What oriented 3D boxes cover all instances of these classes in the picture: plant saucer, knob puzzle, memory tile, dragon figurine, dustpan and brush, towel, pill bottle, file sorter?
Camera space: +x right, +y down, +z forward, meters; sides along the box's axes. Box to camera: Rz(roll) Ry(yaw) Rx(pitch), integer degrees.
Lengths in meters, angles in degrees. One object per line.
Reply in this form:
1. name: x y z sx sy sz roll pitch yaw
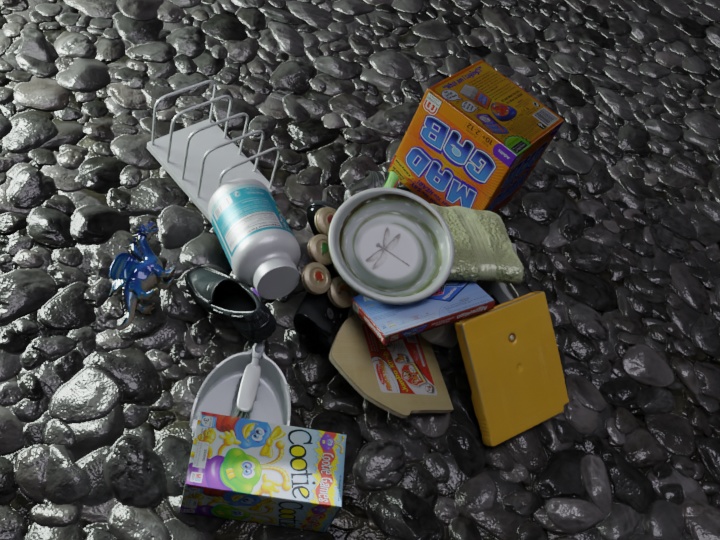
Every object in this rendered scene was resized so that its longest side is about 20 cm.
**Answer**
1. plant saucer: 0.045 -0.032 1.201 0.199 0.050 0.201 5 64 -9
2. knob puzzle: 0.035 0.145 1.205 0.219 0.030 0.220 21 42 -20
3. memory tile: 0.000 0.000 1.224 0.199 0.017 0.154 29 59 -28
4. dragon figurine: -0.348 0.013 1.172 0.099 0.059 0.200 27 50 2
5. dustpan and brush: -0.159 0.150 1.132 0.139 0.057 0.201 15 49 -7
6. towel: 0.184 -0.048 1.285 0.148 0.037 0.200 3 37 -9
7. pill bottle: -0.164 -0.048 1.222 0.110 0.111 0.200 -10 48 -25
8. file sorter: -0.252 -0.213 1.332 0.139 0.125 0.200 -30 68 -34

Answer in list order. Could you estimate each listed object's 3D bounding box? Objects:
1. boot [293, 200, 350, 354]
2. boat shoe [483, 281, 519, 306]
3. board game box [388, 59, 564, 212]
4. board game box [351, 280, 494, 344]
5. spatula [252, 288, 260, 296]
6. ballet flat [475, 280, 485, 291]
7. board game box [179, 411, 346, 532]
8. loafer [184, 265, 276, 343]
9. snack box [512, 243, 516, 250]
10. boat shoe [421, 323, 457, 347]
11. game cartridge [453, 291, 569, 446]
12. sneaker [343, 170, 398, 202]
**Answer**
1. boot: -0.063 0.010 1.227 0.165 0.065 0.200 52 47 -27
2. boat shoe: 0.235 0.046 1.345 0.064 0.071 0.200 16 40 -60
3. board game box: 0.213 -0.231 1.437 0.200 0.200 0.200 41 46 13
4. board game box: 0.096 0.050 1.186 0.199 0.020 0.103 -15 41 -25
5. spatula: -0.153 -0.033 1.296 0.056 0.021 0.201 4 53 -11
6. ballet flat: 0.175 0.043 1.279 0.065 0.071 0.201 11 50 -26
7. board game box: -0.128 0.269 1.026 0.199 0.103 0.105 11 52 -10
8. loafer: -0.201 0.037 1.163 0.068 0.071 0.200 -40 48 -23
9. snack box: 0.191 -0.036 1.411 0.199 0.024 0.072 12 53 -10
10. boat shoe: 0.127 0.040 1.310 0.068 0.072 0.201 35 30 -45
11. game cartridge: 0.242 0.152 1.221 0.176 0.032 0.201 -17 98 -29
12. sneaker: 0.001 -0.110 1.384 0.083 0.077 0.200 18 45 17
